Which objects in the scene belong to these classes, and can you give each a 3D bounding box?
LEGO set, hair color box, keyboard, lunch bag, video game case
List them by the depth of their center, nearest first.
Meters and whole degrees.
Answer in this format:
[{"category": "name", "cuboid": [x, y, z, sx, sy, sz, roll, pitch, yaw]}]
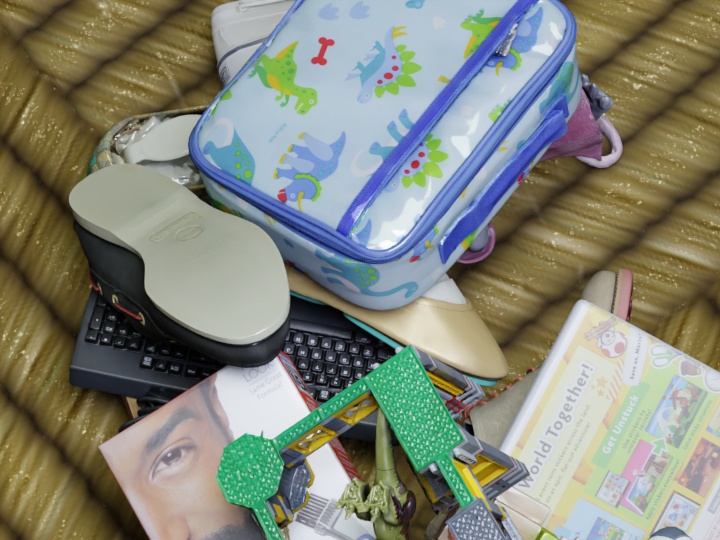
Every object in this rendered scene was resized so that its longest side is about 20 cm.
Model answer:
[{"category": "LEGO set", "cuboid": [0.032, 0.139, 1.307, 0.154, 0.116, 0.200, -43, 64, 8]}, {"category": "hair color box", "cuboid": [-0.040, 0.152, 1.381, 0.111, 0.064, 0.200, -33, 76, 2]}, {"category": "video game case", "cuboid": [0.151, 0.146, 1.408, 0.181, 0.023, 0.201, 28, 90, 0]}, {"category": "lunch bag", "cuboid": [0.019, -0.087, 1.433, 0.160, 0.083, 0.200, 32, 70, 24]}, {"category": "keyboard", "cuboid": [-0.062, 0.052, 1.460, 0.199, 0.040, 0.105, 9, 63, 4]}]

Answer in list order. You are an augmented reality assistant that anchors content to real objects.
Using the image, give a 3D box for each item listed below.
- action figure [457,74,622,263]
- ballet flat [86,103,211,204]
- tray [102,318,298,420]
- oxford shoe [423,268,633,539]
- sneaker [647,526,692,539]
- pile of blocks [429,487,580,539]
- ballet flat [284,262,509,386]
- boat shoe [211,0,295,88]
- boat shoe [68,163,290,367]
[{"category": "action figure", "cuboid": [0.043, -0.060, 1.538, 0.134, 0.149, 0.200, 40, 88, 22]}, {"category": "ballet flat", "cuboid": [-0.065, -0.077, 1.550, 0.199, 0.071, 0.071, -13, 64, -8]}, {"category": "tray", "cuboid": [-0.068, 0.108, 1.473, 0.098, 0.037, 0.201, -18, 66, -10]}, {"category": "oxford shoe", "cuboid": [0.098, 0.078, 1.474, 0.074, 0.071, 0.201, 20, 65, 11]}, {"category": "sneaker", "cuboid": [0.196, 0.220, 1.359, 0.071, 0.073, 0.200, -47, 117, -34]}, {"category": "pile of blocks", "cuboid": [0.110, 0.193, 1.365, 0.082, 0.062, 0.200, -35, 90, 0]}, {"category": "ballet flat", "cuboid": [0.000, 0.000, 1.458, 0.199, 0.069, 0.063, 24, 102, 19]}, {"category": "boat shoe", "cuboid": [0.007, -0.157, 1.593, 0.199, 0.072, 0.066, -16, 69, 0]}, {"category": "boat shoe", "cuboid": [-0.092, 0.006, 1.416, 0.073, 0.063, 0.201, -27, 34, -21]}]
